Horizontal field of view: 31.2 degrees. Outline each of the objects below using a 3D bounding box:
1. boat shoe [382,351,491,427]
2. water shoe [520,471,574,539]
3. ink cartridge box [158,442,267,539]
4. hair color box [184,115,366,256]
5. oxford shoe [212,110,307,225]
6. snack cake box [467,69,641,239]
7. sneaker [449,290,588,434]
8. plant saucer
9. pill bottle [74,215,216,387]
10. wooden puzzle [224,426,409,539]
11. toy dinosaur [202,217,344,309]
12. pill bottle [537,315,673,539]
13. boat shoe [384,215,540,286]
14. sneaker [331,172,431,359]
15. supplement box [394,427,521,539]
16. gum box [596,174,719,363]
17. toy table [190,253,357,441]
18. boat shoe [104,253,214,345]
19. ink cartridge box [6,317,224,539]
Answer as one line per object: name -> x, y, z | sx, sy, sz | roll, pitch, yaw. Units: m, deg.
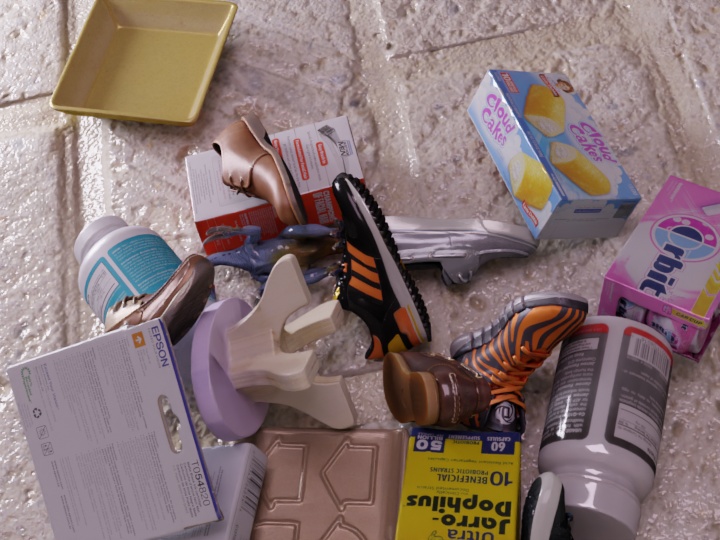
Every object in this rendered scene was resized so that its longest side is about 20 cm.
boat shoe -> 0.072, 0.118, 1.273 | 0.069, 0.200, 0.072 | -7, 96, -13
water shoe -> 0.182, 0.278, 1.158 | 0.078, 0.203, 0.072 | 3, 12, 2
ink cartridge box -> -0.196, 0.272, 1.263 | 0.198, 0.043, 0.199 | -11, 52, 32
hair color box -> -0.096, -0.099, 1.490 | 0.197, 0.064, 0.112 | -15, 49, 0
oxford shoe -> -0.111, -0.099, 1.410 | 0.071, 0.072, 0.200 | -28, 38, -7
snack cake box -> 0.213, -0.131, 1.440 | 0.114, 0.068, 0.202 | -3, 51, -28
sneaker -> 0.158, 0.100, 1.270 | 0.077, 0.200, 0.114 | 14, 60, -24
plant saucer -> -0.267, -0.259, 1.636 | 0.197, 0.049, 0.202 | 7, 57, 13
pill bottle -> -0.234, 0.028, 1.403 | 0.110, 0.111, 0.200 | -35, 59, -15
wooden puzzle -> -0.049, 0.246, 1.275 | 0.197, 0.047, 0.187 | -3, 56, 12
toy dinosaur -> -0.096, -0.002, 1.446 | 0.179, 0.199, 0.107 | -2, 94, 32
pill bottle -> 0.233, 0.157, 1.246 | 0.112, 0.114, 0.202 | 9, 59, 14
boat shoe -> 0.097, -0.017, 1.418 | 0.197, 0.070, 0.073 | 2, 80, 5
sneaker -> 0.000, 0.000, 1.361 | 0.089, 0.070, 0.202 | -25, 97, 9
supplement box -> 0.089, 0.253, 1.175 | 0.107, 0.111, 0.201 | 1, 40, 9
gum box -> 0.333, -0.002, 1.336 | 0.112, 0.067, 0.200 | 22, 48, 22
toy table -> -0.086, 0.083, 1.292 | 0.116, 0.186, 0.201 | -16, 28, 15
boat shoe -> -0.221, 0.058, 1.278 | 0.072, 0.076, 0.201 | 41, 102, 12
ink cartridge box -> -0.230, 0.161, 1.236 | 0.198, 0.040, 0.202 | -17, 89, 25
